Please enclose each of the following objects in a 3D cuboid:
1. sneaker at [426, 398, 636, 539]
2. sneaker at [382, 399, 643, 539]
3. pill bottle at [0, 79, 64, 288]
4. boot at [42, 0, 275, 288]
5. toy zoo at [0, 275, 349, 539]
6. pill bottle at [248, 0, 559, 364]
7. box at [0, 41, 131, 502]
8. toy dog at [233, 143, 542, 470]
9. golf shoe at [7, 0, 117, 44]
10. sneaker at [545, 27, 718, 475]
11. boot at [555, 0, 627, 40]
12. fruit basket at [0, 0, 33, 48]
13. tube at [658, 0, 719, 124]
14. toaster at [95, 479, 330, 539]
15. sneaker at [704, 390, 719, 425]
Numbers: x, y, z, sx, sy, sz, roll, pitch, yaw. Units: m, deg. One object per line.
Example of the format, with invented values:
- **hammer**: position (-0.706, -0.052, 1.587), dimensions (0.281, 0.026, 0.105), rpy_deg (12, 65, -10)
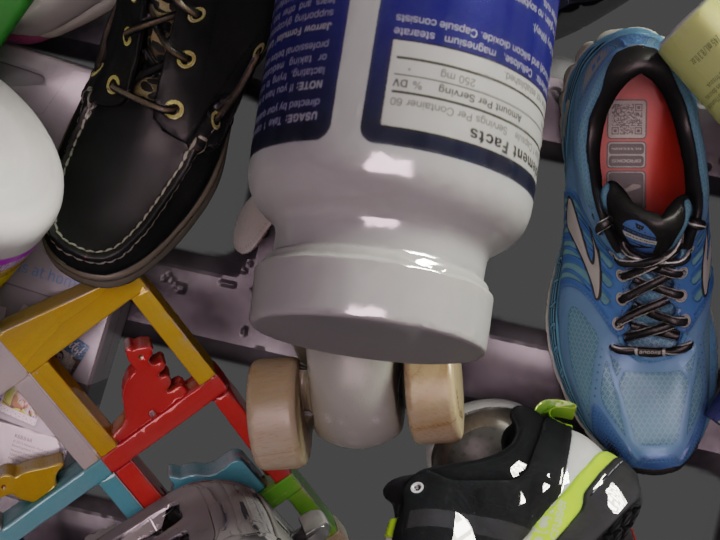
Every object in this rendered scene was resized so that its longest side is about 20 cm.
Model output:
- **sneaker**: position (0.098, 0.146, 0.778), dimensions (0.077, 0.082, 0.200), rpy_deg (-33, 90, 6)
- **sneaker**: position (0.031, 0.129, 0.722), dimensions (0.200, 0.072, 0.083), rpy_deg (-37, 66, -27)
- **pill bottle**: position (-0.216, 0.005, 0.726), dimensions (0.104, 0.104, 0.200), rpy_deg (46, 121, 2)
- **boot**: position (-0.083, -0.107, 0.715), dimensions (0.073, 0.154, 0.204), rpy_deg (23, 71, 11)
- **toy zoo**: position (-0.113, 0.087, 0.789), dimensions (0.131, 0.020, 0.200), rpy_deg (-35, 110, 2)
- **pill bottle**: position (0.017, -0.069, 0.696), dimensions (0.115, 0.116, 0.201), rpy_deg (8, 78, 5)
- **box**: position (-0.183, -0.008, 0.818), dimensions (0.155, 0.041, 0.201), rpy_deg (17, 95, 3)
- **toy dog**: position (0.000, 0.000, 0.791), dimensions (0.131, 0.096, 0.201), rpy_deg (15, 79, 7)
- **golf shoe**: position (-0.106, -0.187, 0.771), dimensions (0.075, 0.092, 0.200), rpy_deg (43, 91, 12)
- **sneaker**: position (0.118, -0.007, 0.766), dimensions (0.078, 0.090, 0.201), rpy_deg (-6, 93, 5)
- **boot**: position (0.118, -0.179, 0.738), dimensions (0.200, 0.075, 0.097), rpy_deg (-30, 80, 38)
- **fruit basket**: position (-0.198, -0.201, 0.729), dimensions (0.215, 0.155, 0.217), rpy_deg (2, 93, 46)
- **tube**: position (0.205, -0.034, 0.704), dimensions (0.052, 0.058, 0.200), rpy_deg (-39, 84, -14)
- **toaster**: position (-0.083, 0.185, 0.754), dimensions (0.200, 0.114, 0.129), rpy_deg (-33, 107, -2)
- **sneaker**: position (0.206, -0.019, 0.770), dimensions (0.115, 0.081, 0.199), rpy_deg (42, 88, 6)
